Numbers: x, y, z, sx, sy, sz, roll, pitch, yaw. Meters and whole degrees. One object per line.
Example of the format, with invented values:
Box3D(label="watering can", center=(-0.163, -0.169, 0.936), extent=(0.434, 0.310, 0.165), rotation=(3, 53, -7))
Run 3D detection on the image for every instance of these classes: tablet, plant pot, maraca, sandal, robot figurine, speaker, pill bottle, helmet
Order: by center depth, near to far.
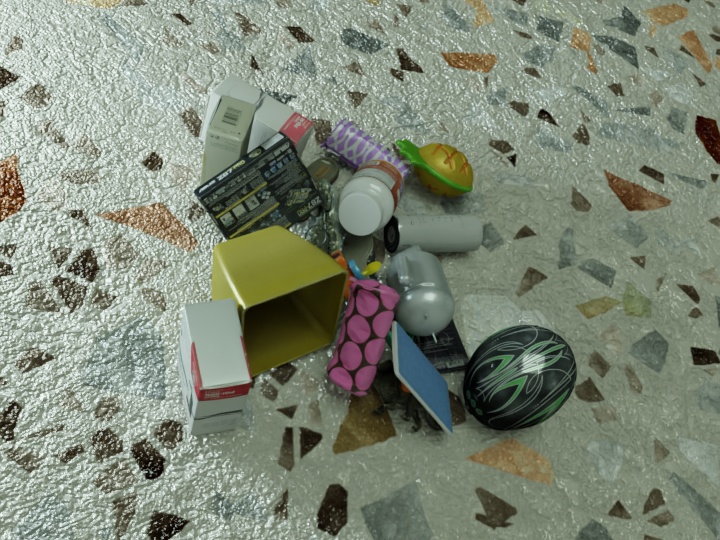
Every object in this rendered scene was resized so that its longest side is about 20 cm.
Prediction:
Box3D(label="plant pot", center=(-0.162, 0.039, 1.355), extent=(0.199, 0.200, 0.177), rotation=(-20, 54, -28))
Box3D(label="tablet", center=(0.109, 0.193, 1.370), extent=(0.200, 0.014, 0.130), rotation=(50, 24, -33))
Box3D(label="helmet", center=(0.294, 0.194, 1.420), extent=(0.199, 0.191, 0.201), rotation=(10, 56, -15))
Box3D(label="robot figurine", center=(0.113, 0.043, 1.464), extent=(0.170, 0.113, 0.200), rotation=(48, 19, -39))
Box3D(label="pill bottle", center=(0.019, -0.144, 1.544), extent=(0.112, 0.112, 0.200), rotation=(29, 27, -1))
Box3D(label="sandal", center=(-0.102, -0.179, 1.599), extent=(0.082, 0.055, 0.200), rotation=(36, 53, 5))
Box3D(label="speaker", center=(0.154, -0.078, 1.616), extent=(0.199, 0.081, 0.082), rotation=(-2, 59, -23))
Box3D(label="maraca", center=(0.164, -0.230, 1.693), extent=(0.199, 0.107, 0.137), rotation=(24, 24, -23))

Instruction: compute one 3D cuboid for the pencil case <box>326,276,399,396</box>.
Box3D(label="pencil case", center=(0.000, 0.114, 1.351), extent=(0.093, 0.201, 0.091), rotation=(16, 8, 1))

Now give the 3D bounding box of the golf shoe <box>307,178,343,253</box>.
Box3D(label="golf shoe", center=(-0.056, -0.079, 1.541), extent=(0.097, 0.078, 0.201), rotation=(18, 67, -56))

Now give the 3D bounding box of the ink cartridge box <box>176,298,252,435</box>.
Box3D(label="ink cartridge box", center=(-0.239, 0.159, 1.235), extent=(0.082, 0.200, 0.147), rotation=(-6, 60, -21))

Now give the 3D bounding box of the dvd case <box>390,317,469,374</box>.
Box3D(label="dvd case", center=(0.118, 0.113, 1.517), extent=(0.148, 0.016, 0.201), rotation=(-7, 62, -24))

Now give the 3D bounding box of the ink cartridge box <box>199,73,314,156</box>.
Box3D(label="ink cartridge box", center=(-0.213, -0.283, 1.566), extent=(0.199, 0.147, 0.083), rotation=(32, 52, 1))

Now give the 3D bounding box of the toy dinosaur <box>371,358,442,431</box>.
Box3D(label="toy dinosaur", center=(0.084, 0.224, 1.394), extent=(0.199, 0.077, 0.103), rotation=(24, 60, -2))

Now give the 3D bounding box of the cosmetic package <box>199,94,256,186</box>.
Box3D(label="cosmetic package", center=(-0.258, -0.224, 1.477), extent=(0.071, 0.200, 0.106), rotation=(17, 52, -6))

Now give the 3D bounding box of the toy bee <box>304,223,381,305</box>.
Box3D(label="toy bee", center=(-0.026, 0.002, 1.429), extent=(0.130, 0.109, 0.201), rotation=(-11, 99, -1))

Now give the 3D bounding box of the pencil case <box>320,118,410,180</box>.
Box3D(label="pencil case", center=(0.013, -0.243, 1.667), extent=(0.200, 0.084, 0.086), rotation=(36, 65, 4))

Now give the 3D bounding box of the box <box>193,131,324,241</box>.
Box3D(label="box", center=(-0.184, -0.137, 1.437), extent=(0.200, 0.162, 0.049), rotation=(-37, 35, -9))

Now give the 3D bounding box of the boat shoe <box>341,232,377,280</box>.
Box3D(label="boat shoe", center=(0.000, 0.000, 1.530), extent=(0.066, 0.057, 0.201), rotation=(-7, 53, 7))

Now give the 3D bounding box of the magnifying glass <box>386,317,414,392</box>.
Box3D(label="magnifying glass", center=(0.073, 0.141, 1.420), extent=(0.079, 0.022, 0.200), rotation=(21, 36, -24))
